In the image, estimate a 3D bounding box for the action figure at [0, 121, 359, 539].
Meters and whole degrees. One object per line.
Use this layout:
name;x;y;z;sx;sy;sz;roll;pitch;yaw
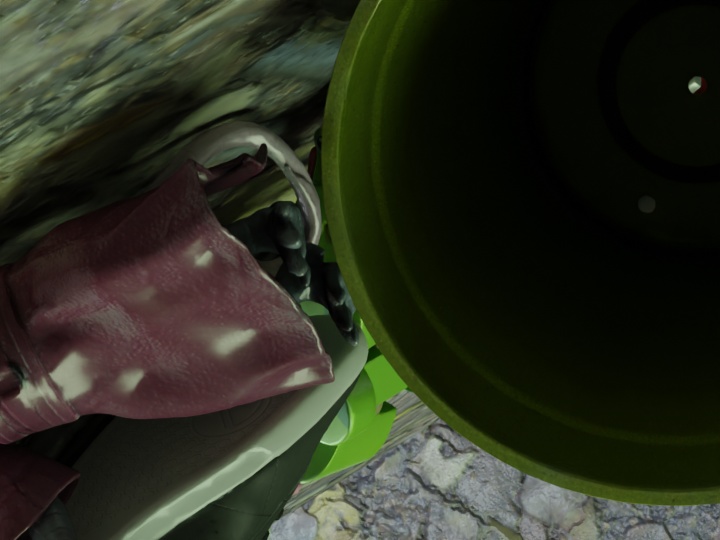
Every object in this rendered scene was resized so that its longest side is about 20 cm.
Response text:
action figure;-0.109;0.018;0.712;0.200;0.134;0.149;-20;-145;6

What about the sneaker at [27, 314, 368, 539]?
sneaker;-0.058;0.107;0.770;0.200;0.099;0.071;-45;-147;-21

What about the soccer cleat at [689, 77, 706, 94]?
soccer cleat;0.113;-0.073;0.954;0.085;0.069;0.200;-28;-175;29

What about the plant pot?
plant pot;0.104;-0.049;0.730;0.200;0.201;0.193;-33;-176;16

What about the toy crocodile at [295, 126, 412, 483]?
toy crocodile;0.000;0.000;0.840;0.067;0.062;0.200;-28;139;-38

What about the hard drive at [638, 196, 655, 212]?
hard drive;0.077;-0.022;0.967;0.132;0.027;0.200;-23;-162;-40

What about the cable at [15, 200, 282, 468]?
cable;-0.093;0.028;0.820;0.200;0.050;0.097;-48;-179;-25
